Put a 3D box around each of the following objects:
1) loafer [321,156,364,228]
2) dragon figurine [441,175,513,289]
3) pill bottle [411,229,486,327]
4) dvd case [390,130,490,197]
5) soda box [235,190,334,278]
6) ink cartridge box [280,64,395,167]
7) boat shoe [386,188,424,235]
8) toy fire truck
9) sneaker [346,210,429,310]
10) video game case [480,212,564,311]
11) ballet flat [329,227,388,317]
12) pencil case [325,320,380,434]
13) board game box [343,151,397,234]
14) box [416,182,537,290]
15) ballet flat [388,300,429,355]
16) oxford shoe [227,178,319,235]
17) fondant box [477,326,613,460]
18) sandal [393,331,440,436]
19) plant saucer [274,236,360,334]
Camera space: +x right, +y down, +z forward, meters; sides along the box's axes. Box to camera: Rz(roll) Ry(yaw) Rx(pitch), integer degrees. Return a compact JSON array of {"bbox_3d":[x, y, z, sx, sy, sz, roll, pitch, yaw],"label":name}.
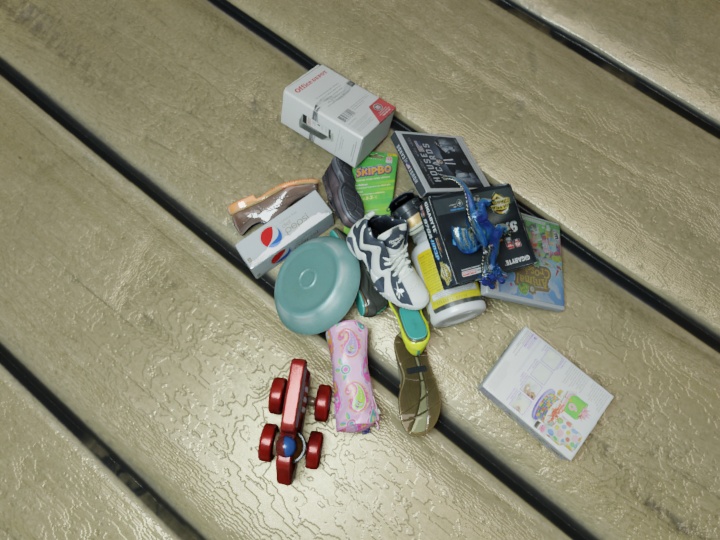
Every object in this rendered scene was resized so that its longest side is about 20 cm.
[{"bbox_3d":[-0.040,-0.148,1.114,0.063,0.071,0.202,-39,40,26],"label":"loafer"},{"bbox_3d":[0.193,-0.067,0.918,0.201,0.059,0.099,55,51,-12],"label":"dragon figurine"},{"bbox_3d":[0.161,-0.002,1.067,0.109,0.112,0.203,-15,73,-4],"label":"pill bottle"},{"bbox_3d":[0.166,-0.213,1.113,0.198,0.025,0.152,-6,63,-39],"label":"dvd case"},{"bbox_3d":[-0.151,-0.073,1.115,0.199,0.068,0.064,-37,76,-10],"label":"soda box"},{"bbox_3d":[-0.048,-0.330,1.167,0.198,0.083,0.147,33,52,11],"label":"ink cartridge box"},{"bbox_3d":[0.090,-0.122,1.068,0.074,0.200,0.063,-35,104,10],"label":"boat shoe"},{"bbox_3d":[-0.118,0.263,0.954,0.110,0.168,0.203,8,72,4],"label":"toy fire truck"},{"bbox_3d":[0.062,-0.025,0.984,0.079,0.130,0.200,-31,78,-23],"label":"sneaker"},{"bbox_3d":[0.316,-0.025,1.075,0.197,0.022,0.185,12,70,-25],"label":"video game case"},{"bbox_3d":[0.000,0.000,1.093,0.067,0.068,0.202,-14,67,-19],"label":"ballet flat"},{"bbox_3d":[-0.015,0.196,1.016,0.086,0.088,0.203,-8,70,-2],"label":"pencil case"},{"bbox_3d":[0.022,-0.157,1.162,0.094,0.030,0.204,7,75,3],"label":"board game box"},{"bbox_3d":[0.211,-0.065,0.994,0.197,0.046,0.162,-12,81,-29],"label":"box"},{"bbox_3d":[0.089,0.075,1.060,0.066,0.068,0.202,-10,48,-2],"label":"ballet flat"},{"bbox_3d":[-0.171,-0.133,1.144,0.197,0.071,0.074,-22,91,0],"label":"oxford shoe"},{"bbox_3d":[0.339,0.226,1.021,0.199,0.058,0.145,39,77,13],"label":"fondant box"},{"bbox_3d":[0.101,0.211,1.035,0.079,0.054,0.203,-4,58,-6],"label":"sandal"},{"bbox_3d":[-0.094,0.020,1.055,0.197,0.036,0.203,-13,63,27],"label":"plant saucer"}]
